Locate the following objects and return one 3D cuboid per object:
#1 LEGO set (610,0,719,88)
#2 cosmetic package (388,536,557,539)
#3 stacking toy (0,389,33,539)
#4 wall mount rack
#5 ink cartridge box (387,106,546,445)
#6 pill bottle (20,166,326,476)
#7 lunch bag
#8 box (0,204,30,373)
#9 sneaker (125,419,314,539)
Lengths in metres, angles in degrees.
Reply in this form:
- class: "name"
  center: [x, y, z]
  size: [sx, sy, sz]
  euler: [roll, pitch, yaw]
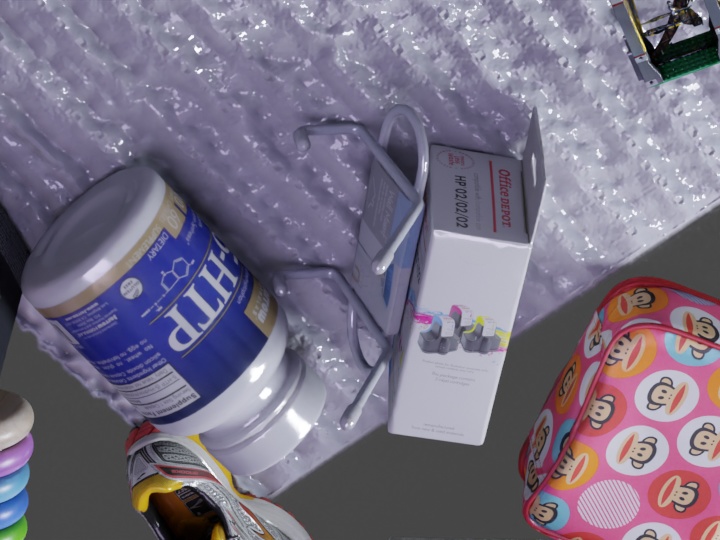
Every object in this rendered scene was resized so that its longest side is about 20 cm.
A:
- class: "LEGO set"
  center: [0.209, -0.209, 1.365]
  size: [0.199, 0.154, 0.116]
  euler: [-13, 138, 18]
- class: "cosmetic package"
  center: [0.113, 0.295, 1.644]
  size: [0.199, 0.165, 0.165]
  euler: [-1, 106, 5]
- class: "stacking toy"
  center: [-0.268, 0.188, 1.637]
  size: [0.085, 0.085, 0.201]
  euler: [0, 110, 2]
- class: "wall mount rack"
  center: [0.000, 0.000, 1.485]
  size: [0.074, 0.174, 0.201]
  euler: [-5, 124, -23]
- class: "ink cartridge box"
  center: [0.067, -0.001, 1.516]
  size: [0.068, 0.115, 0.201]
  euler: [9, 121, -5]
- class: "pill bottle"
  center: [-0.118, 0.039, 1.543]
  size: [0.120, 0.120, 0.200]
  euler: [-34, 116, 20]
- class: "lunch bag"
  center: [0.219, 0.115, 1.602]
  size: [0.176, 0.082, 0.200]
  euler: [20, 119, -11]
- class: "box"
  center: [-0.298, 0.021, 1.490]
  size: [0.122, 0.200, 0.106]
  euler: [-20, 118, 14]
- class: "sneaker"
  center: [-0.100, 0.197, 1.661]
  size: [0.078, 0.082, 0.200]
  euler: [-36, 115, 21]
